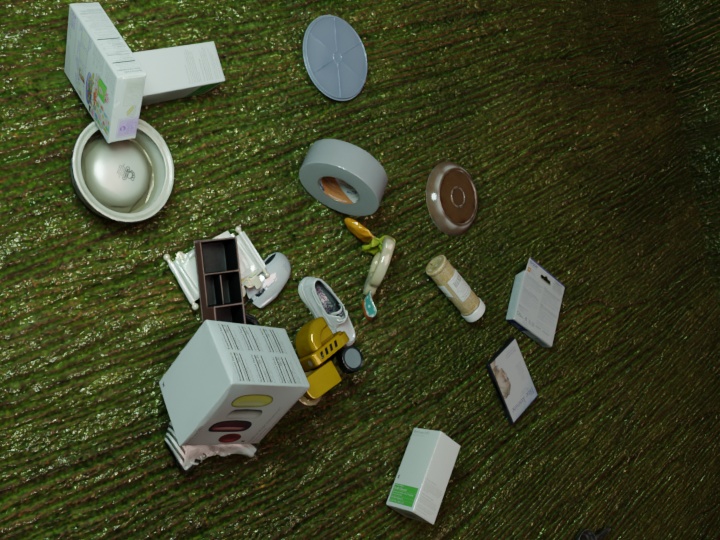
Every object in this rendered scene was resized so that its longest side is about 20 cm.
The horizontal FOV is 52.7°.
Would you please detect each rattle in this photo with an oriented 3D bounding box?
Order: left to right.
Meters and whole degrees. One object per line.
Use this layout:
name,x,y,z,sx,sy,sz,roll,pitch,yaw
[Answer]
rattle,0.000,0.000,1.745,0.140,0.130,0.204,20,100,-24

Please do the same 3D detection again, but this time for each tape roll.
tape roll,-0.038,-0.208,1.646,0.199,0.198,0.067,38,64,-29

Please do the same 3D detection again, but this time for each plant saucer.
plant saucer,0.259,-0.200,1.995,0.196,0.032,0.207,5,82,-38

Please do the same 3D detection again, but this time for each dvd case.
dvd case,0.439,0.318,2.100,0.142,0.017,0.204,-36,108,-36

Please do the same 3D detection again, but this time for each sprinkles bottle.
sprinkles bottle,0.255,0.049,1.944,0.200,0.067,0.069,48,60,-25

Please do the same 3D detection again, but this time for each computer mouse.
computer mouse,-0.213,0.037,1.582,0.110,0.043,0.201,51,58,-22

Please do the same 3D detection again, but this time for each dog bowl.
dog bowl,-0.459,-0.189,1.385,0.196,0.073,0.207,5,82,-39

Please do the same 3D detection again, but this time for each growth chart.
growth chart,-0.292,-0.003,1.511,0.197,0.018,0.148,-27,92,-31

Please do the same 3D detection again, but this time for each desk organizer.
desk organizer,-0.279,0.037,1.453,0.070,0.076,0.207,-7,91,-30

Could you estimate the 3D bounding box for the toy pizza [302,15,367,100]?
toy pizza,-0.064,-0.512,1.760,0.196,0.031,0.207,4,84,-40

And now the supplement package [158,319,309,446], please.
supplement package,-0.243,0.221,1.402,0.197,0.192,0.149,12,39,-47

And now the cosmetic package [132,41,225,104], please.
cosmetic package,-0.384,-0.388,1.443,0.197,0.106,0.087,-24,101,-36

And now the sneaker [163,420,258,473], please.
sneaker,-0.308,0.361,1.470,0.198,0.075,0.118,32,75,-24

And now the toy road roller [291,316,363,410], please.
toy road roller,-0.105,0.199,1.613,0.198,0.122,0.148,-35,92,-36

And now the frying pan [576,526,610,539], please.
frying pan,0.717,0.838,2.270,0.190,0.031,0.116,-48,115,-35

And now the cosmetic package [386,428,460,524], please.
cosmetic package,0.156,0.502,1.790,0.084,0.106,0.204,36,63,-29

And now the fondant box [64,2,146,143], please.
fondant box,-0.460,-0.354,1.300,0.057,0.146,0.202,-17,61,-37

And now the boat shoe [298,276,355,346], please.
boat shoe,-0.064,0.095,1.681,0.072,0.068,0.203,-43,112,-33

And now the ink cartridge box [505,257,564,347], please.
ink cartridge box,0.525,0.096,2.175,0.198,0.040,0.205,34,66,-32
